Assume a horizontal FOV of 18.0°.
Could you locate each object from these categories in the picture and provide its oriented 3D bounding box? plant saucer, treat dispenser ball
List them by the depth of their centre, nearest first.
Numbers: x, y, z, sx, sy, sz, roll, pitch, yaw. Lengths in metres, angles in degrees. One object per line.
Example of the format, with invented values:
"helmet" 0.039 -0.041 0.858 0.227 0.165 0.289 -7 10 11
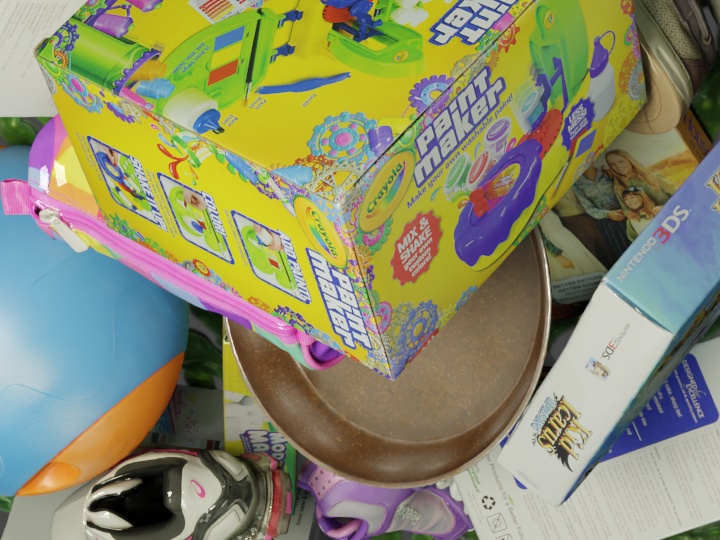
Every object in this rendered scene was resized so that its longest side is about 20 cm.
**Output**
"plant saucer" 0.017 0.009 1.163 0.199 0.202 0.034 -17 176 32
"treat dispenser ball" -0.198 0.029 1.307 0.199 0.202 0.202 8 141 7

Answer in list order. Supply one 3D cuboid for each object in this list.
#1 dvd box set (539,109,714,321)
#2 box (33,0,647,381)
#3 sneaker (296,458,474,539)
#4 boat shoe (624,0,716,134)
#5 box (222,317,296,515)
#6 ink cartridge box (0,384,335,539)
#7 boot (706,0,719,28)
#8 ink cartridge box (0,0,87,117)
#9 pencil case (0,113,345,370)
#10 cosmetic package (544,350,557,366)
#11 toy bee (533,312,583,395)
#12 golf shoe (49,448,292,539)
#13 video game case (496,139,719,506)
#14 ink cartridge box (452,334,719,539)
"dvd box set" 0.121 -0.054 1.248 0.145 0.030 0.200 -13 134 29
"box" -0.005 -0.090 1.055 0.192 0.200 0.122 27 151 34
"sneaker" 0.014 0.136 1.418 0.080 0.088 0.200 44 177 26
"boat shoe" 0.109 -0.162 1.097 0.072 0.065 0.201 -14 116 49
"box" -0.059 0.042 1.346 0.048 0.118 0.201 -1 141 -1
"ink cartridge box" -0.119 0.173 1.499 0.198 0.145 0.146 8 141 9
"boot" 0.193 -0.145 1.039 0.067 0.131 0.201 11 141 2
"ink cartridge box" -0.118 -0.130 1.194 0.199 0.051 0.109 -2 150 -32
"pencil case" -0.082 -0.021 1.154 0.199 0.089 0.089 23 147 28
"cosmetic package" 0.063 0.058 1.384 0.082 0.051 0.200 -15 132 32
"toy bee" 0.155 0.080 1.298 0.199 0.109 0.131 -26 116 10
"golf shoe" -0.131 0.136 1.326 0.092 0.073 0.199 15 157 -38
"video game case" 0.160 0.002 1.111 0.045 0.200 0.182 37 148 11
"ink cartridge box" 0.146 0.101 1.245 0.199 0.037 0.095 -22 92 29
